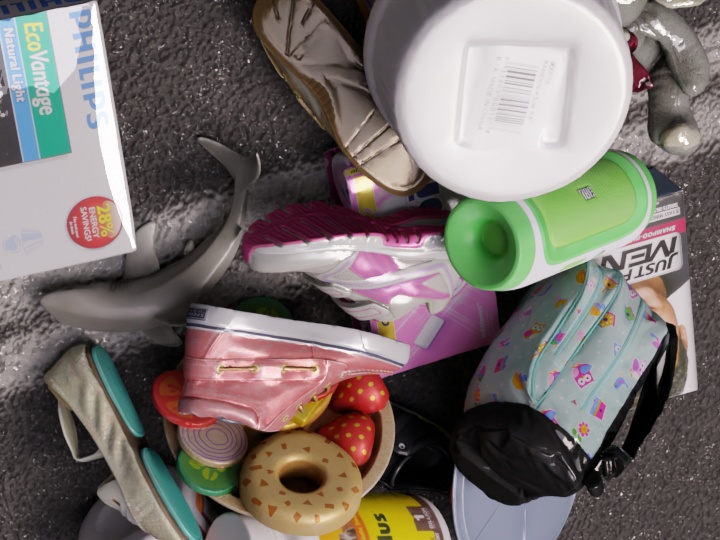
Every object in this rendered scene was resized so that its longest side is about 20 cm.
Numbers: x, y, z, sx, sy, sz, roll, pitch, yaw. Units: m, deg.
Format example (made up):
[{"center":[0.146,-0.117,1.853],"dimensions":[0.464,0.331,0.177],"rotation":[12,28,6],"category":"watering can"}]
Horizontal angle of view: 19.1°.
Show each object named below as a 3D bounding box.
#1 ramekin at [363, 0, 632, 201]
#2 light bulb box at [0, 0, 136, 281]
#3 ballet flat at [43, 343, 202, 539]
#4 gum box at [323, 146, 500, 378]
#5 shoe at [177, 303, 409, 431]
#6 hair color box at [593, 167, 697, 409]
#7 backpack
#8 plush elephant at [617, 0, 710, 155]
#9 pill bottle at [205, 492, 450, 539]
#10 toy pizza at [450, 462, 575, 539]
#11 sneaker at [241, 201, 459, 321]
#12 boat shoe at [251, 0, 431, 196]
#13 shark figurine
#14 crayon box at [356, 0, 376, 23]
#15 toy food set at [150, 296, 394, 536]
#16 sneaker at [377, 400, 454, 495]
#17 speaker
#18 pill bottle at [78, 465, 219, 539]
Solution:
[{"center":[0.106,-0.149,1.592],"dimensions":[0.200,0.098,0.201],"rotation":[-3,119,-6],"category":"ramekin"},{"center":[-0.256,-0.124,1.563],"dimensions":[0.124,0.200,0.199],"rotation":[-13,117,-14],"category":"light bulb box"},{"center":[-0.196,0.154,1.741],"dimensions":[0.062,0.200,0.067],"rotation":[-32,161,8],"category":"ballet flat"},{"center":[0.044,-0.023,1.793],"dimensions":[0.113,0.066,0.201],"rotation":[-16,118,-13],"category":"gum box"},{"center":[-0.054,0.085,1.715],"dimensions":[0.200,0.071,0.091],"rotation":[10,87,-31],"category":"shoe"},{"center":[0.235,0.021,1.887],"dimensions":[0.099,0.061,0.201],"rotation":[-16,118,-13],"category":"hair color box"},{"center":[0.170,0.087,1.769],"dimensions":[0.127,0.167,0.200],"rotation":[45,64,-19],"category":"backpack"},{"center":[0.197,-0.196,1.711],"dimensions":[0.155,0.164,0.201],"rotation":[9,97,-66],"category":"plush elephant"},{"center":[-0.028,0.240,1.790],"dimensions":[0.200,0.109,0.110],"rotation":[4,112,-37],"category":"pill bottle"},{"center":[0.133,0.172,1.891],"dimensions":[0.200,0.032,0.201],"rotation":[-15,110,-50],"category":"toy pizza"},{"center":[0.000,0.000,1.700],"dimensions":[0.199,0.081,0.088],"rotation":[3,110,-22],"category":"sneaker"},{"center":[-0.012,-0.146,1.696],"dimensions":[0.074,0.066,0.200],"rotation":[-37,104,-1],"category":"boat shoe"},{"center":[-0.136,0.001,1.730],"dimensions":[0.214,0.090,0.128],"rotation":[-42,121,4],"category":"shark figurine"},{"center":[0.030,-0.230,1.665],"dimensions":[0.058,0.119,0.200],"rotation":[-27,119,-7],"category":"crayon box"},{"center":[-0.069,0.119,1.753],"dimensions":[0.198,0.200,0.049],"rotation":[28,143,9],"category":"toy food set"},{"center":[0.012,0.145,1.849],"dimensions":[0.200,0.083,0.072],"rotation":[17,107,-26],"category":"sneaker"},{"center":[0.154,-0.043,1.708],"dimensions":[0.200,0.088,0.089],"rotation":[-20,125,-48],"category":"speaker"},{"center":[-0.145,0.271,1.833],"dimensions":[0.113,0.113,0.200],"rotation":[-34,119,-3],"category":"pill bottle"}]
